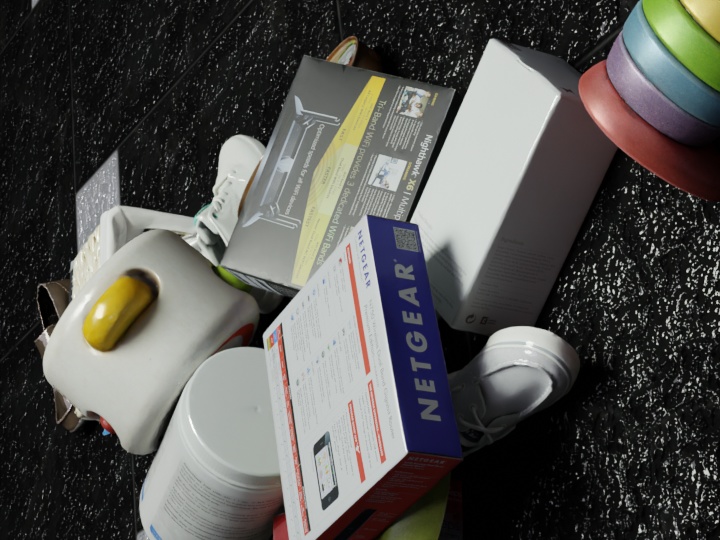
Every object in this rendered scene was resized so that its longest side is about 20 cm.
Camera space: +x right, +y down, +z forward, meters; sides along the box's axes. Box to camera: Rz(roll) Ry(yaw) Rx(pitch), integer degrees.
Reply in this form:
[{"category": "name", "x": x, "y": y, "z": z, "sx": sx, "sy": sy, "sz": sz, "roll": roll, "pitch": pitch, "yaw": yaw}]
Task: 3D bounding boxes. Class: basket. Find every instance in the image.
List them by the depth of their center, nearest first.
[{"category": "basket", "x": -0.221, "y": 0.054, "z": 1.706, "sx": 0.123, "sy": 0.134, "sz": 0.202, "roll": -37, "pitch": 51, "yaw": 52}]

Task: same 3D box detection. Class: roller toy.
[{"category": "roller toy", "x": -0.196, "y": 0.062, "z": 1.503, "sx": 0.139, "sy": 0.200, "sz": 0.183, "roll": 38, "pitch": 125, "yaw": 8}]

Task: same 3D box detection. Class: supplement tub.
[{"category": "supplement tub", "x": -0.117, "y": 0.174, "z": 1.470, "sx": 0.201, "sy": 0.130, "sz": 0.133, "roll": 120, "pitch": 146, "yaw": -51}]

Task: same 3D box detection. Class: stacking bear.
[{"category": "stacking bear", "x": 0.244, "y": -0.164, "z": 1.070, "sx": 0.200, "sy": 0.113, "sz": 0.122, "roll": -51, "pitch": 41, "yaw": 30}]

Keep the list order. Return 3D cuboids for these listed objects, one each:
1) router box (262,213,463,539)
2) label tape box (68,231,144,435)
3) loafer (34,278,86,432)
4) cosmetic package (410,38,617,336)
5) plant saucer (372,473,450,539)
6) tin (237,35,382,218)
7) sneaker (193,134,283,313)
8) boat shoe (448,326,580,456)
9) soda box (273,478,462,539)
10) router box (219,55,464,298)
[{"category": "router box", "x": -0.004, "y": 0.092, "z": 1.236, "sx": 0.180, "sy": 0.048, "sz": 0.202, "roll": -47, "pitch": 42, "yaw": 45}, {"category": "label tape box", "x": -0.275, "y": 0.071, "z": 1.846, "sx": 0.143, "sy": 0.066, "sz": 0.202, "roll": -24, "pitch": 60, "yaw": 53}, {"category": "loafer", "x": -0.359, "y": 0.100, "z": 1.962, "sx": 0.073, "sy": 0.070, "sz": 0.202, "roll": -44, "pitch": 46, "yaw": 42}, {"category": "cosmetic package", "x": 0.114, "y": -0.062, "z": 1.263, "sx": 0.201, "sy": 0.080, "sz": 0.113, "roll": -64, "pitch": 35, "yaw": 20}, {"category": "plant saucer", "x": 0.006, "y": 0.157, "z": 1.281, "sx": 0.200, "sy": 0.031, "sz": 0.202, "roll": -30, "pitch": 55, "yaw": 55}, {"category": "tin", "x": -0.046, "y": -0.123, "z": 1.519, "sx": 0.201, "sy": 0.042, "sz": 0.112, "roll": -56, "pitch": 22, "yaw": 11}, {"category": "sneaker", "x": -0.128, "y": -0.056, "z": 1.632, "sx": 0.075, "sy": 0.088, "sz": 0.202, "roll": -46, "pitch": 45, "yaw": 43}, {"category": "boat shoe", "x": 0.089, "y": 0.102, "z": 1.237, "sx": 0.199, "sy": 0.072, "sz": 0.069, "roll": -27, "pitch": 27, "yaw": 51}, {"category": "soda box", "x": 0.003, "y": 0.222, "z": 1.365, "sx": 0.199, "sy": 0.063, "sz": 0.071, "roll": -28, "pitch": 56, "yaw": 51}, {"category": "router box", "x": -0.011, "y": -0.069, "z": 1.385, "sx": 0.156, "sy": 0.052, "sz": 0.202, "roll": 17, "pitch": 80, "yaw": 30}]
